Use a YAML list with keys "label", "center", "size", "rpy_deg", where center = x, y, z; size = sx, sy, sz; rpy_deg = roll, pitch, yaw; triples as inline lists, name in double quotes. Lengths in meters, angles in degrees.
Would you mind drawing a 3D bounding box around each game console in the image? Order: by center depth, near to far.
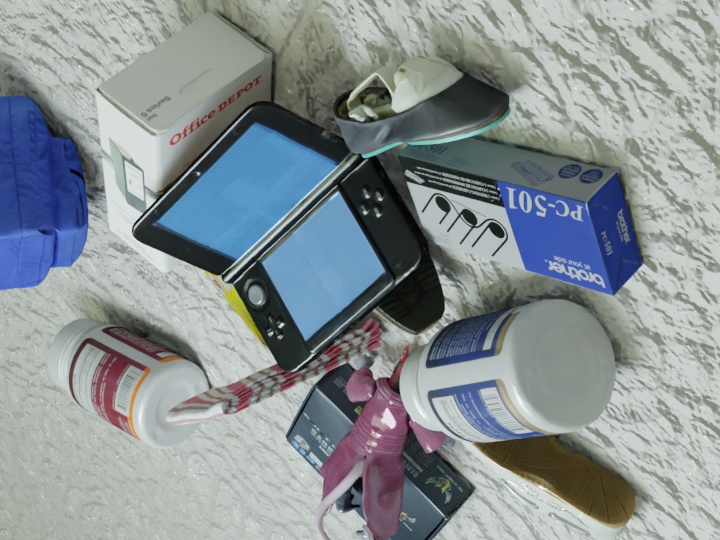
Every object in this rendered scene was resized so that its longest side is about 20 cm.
- label: "game console"
  center: [-0.071, -0.023, 1.417]
  size: [0.200, 0.118, 0.173]
  rpy_deg: [-41, 71, 33]

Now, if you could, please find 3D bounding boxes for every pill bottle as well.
- label: "pill bottle"
  center: [0.119, 0.092, 1.421]
  size: [0.111, 0.111, 0.200]
  rpy_deg: [55, 151, -11]
- label: "pill bottle"
  center: [-0.292, 0.135, 2.040]
  size: [0.200, 0.114, 0.114]
  rpy_deg: [23, 142, 39]

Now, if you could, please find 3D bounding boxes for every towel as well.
- label: "towel"
  center: [-0.088, 0.103, 1.634]
  size: [0.146, 0.199, 0.030]
  rpy_deg: [-20, 93, 60]

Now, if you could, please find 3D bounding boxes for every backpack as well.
- label: "backpack"
  center: [-0.401, -0.095, 1.866]
  size: [0.163, 0.167, 0.201]
  rpy_deg: [125, 134, -57]

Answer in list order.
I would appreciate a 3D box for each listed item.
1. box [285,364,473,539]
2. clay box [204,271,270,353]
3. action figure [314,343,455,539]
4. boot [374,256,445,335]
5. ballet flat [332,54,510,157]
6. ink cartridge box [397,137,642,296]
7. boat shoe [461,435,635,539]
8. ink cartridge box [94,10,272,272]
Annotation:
- label: "box"
  center: [0.016, 0.208, 1.767]
  size: [0.200, 0.051, 0.158]
  rpy_deg: [44, 150, 8]
- label: "clay box"
  center: [-0.097, 0.026, 1.676]
  size: [0.115, 0.048, 0.200]
  rpy_deg: [52, 167, -6]
- label: "action figure"
  center: [0.012, 0.161, 1.616]
  size: [0.134, 0.149, 0.201]
  rpy_deg: [27, 113, 19]
- label: "boot"
  center: [0.000, 0.000, 1.529]
  size: [0.200, 0.077, 0.139]
  rpy_deg: [53, 158, 21]
- label: "ballet flat"
  center: [0.039, -0.133, 1.308]
  size: [0.200, 0.073, 0.073]
  rpy_deg: [-5, 121, 59]
- label: "ink cartridge box"
  center: [0.125, -0.050, 1.312]
  size: [0.200, 0.044, 0.094]
  rpy_deg: [18, 141, 43]
- label: "boat shoe"
  center: [0.159, 0.187, 1.523]
  size: [0.200, 0.071, 0.069]
  rpy_deg: [36, 147, 19]
- label: "ink cartridge box"
  center: [-0.160, -0.118, 1.517]
  size: [0.084, 0.145, 0.200]
  rpy_deg: [38, 149, 22]
